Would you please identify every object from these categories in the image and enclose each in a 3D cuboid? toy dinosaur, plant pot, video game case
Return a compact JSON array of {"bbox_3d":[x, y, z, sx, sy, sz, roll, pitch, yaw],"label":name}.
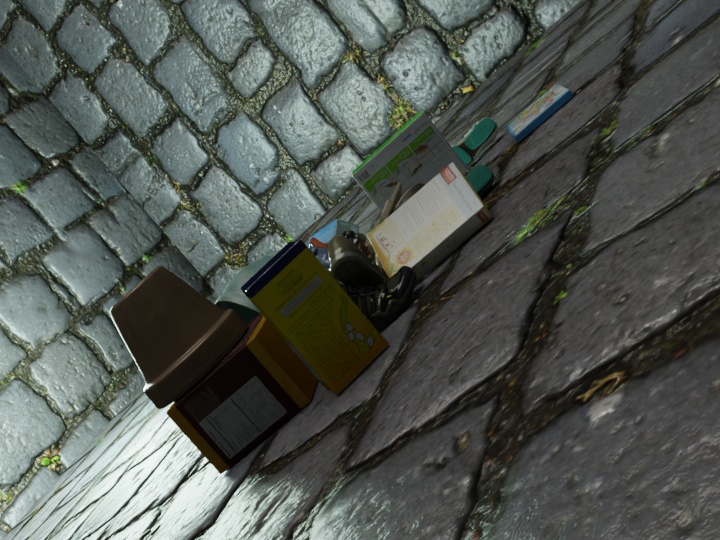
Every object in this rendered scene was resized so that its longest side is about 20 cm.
[{"bbox_3d":[-0.054,-0.020,1.880,0.199,0.105,0.183,-36,37,17],"label":"toy dinosaur"},{"bbox_3d":[-0.149,0.050,1.763,0.136,0.198,0.200,-64,16,-20],"label":"plant pot"},{"bbox_3d":[-0.310,0.093,1.573,0.199,0.175,0.200,-40,7,6],"label":"plant pot"},{"bbox_3d":[0.373,-0.333,2.025,0.142,0.018,0.200,-40,9,12],"label":"video game case"}]

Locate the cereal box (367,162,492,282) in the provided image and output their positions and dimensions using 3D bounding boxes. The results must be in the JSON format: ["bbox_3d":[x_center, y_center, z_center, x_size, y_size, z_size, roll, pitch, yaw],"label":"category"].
[{"bbox_3d":[0.114,-0.074,1.627,0.199,0.039,0.145,-39,39,11],"label":"cereal box"}]

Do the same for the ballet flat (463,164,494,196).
[{"bbox_3d":[0.171,-0.118,1.762,0.199,0.068,0.076,-41,-15,-31],"label":"ballet flat"}]

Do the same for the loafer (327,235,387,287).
[{"bbox_3d":[0.000,0.000,1.591,0.074,0.071,0.200,-24,-31,7],"label":"loafer"}]

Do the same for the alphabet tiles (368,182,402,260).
[{"bbox_3d":[0.044,-0.060,1.829,0.200,0.014,0.199,79,-147,-75],"label":"alphabet tiles"}]

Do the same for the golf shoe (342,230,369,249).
[{"bbox_3d":[-0.024,0.017,1.962,0.202,0.093,0.078,-60,41,26],"label":"golf shoe"}]

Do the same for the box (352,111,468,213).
[{"bbox_3d":[0.110,-0.200,2.029,0.199,0.177,0.097,-41,8,6],"label":"box"}]

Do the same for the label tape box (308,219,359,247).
[{"bbox_3d":[-0.067,0.009,2.101,0.143,0.065,0.204,-28,54,58],"label":"label tape box"}]

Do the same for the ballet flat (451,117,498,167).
[{"bbox_3d":[0.240,-0.261,2.182,0.199,0.072,0.072,-42,8,-10],"label":"ballet flat"}]

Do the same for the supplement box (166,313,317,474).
[{"bbox_3d":[-0.180,0.184,1.576,0.199,0.133,0.198,-39,9,14],"label":"supplement box"}]

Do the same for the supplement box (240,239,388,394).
[{"bbox_3d":[-0.069,0.066,1.417,0.109,0.201,0.109,-42,9,-9],"label":"supplement box"}]

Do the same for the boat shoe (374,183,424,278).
[{"bbox_3d":[0.079,-0.074,1.740,0.060,0.071,0.203,95,-159,-71],"label":"boat shoe"}]

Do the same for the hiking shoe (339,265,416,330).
[{"bbox_3d":[0.001,0.050,1.519,0.200,0.101,0.076,-44,9,-12],"label":"hiking shoe"}]
